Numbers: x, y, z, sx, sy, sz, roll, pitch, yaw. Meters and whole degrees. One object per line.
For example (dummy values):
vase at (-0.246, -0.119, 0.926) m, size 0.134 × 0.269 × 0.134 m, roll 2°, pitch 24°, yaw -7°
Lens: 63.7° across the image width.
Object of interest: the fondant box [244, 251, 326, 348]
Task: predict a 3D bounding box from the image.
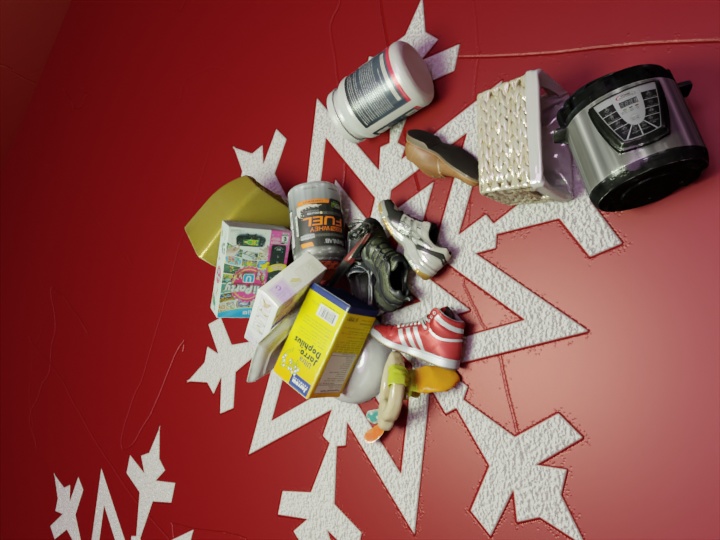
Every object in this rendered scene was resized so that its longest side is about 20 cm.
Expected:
fondant box at (-0.157, 0.069, 1.197) m, size 0.058 × 0.144 × 0.201 m, roll 41°, pitch 143°, yaw 11°

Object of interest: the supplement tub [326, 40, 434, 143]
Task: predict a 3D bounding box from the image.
supplement tub at (0.041, -0.368, 1.216) m, size 0.199 × 0.140 × 0.142 m, roll -24°, pitch 69°, yaw 33°

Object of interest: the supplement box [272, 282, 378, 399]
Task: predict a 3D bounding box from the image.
supplement box at (-0.070, 0.142, 1.164) m, size 0.109 × 0.108 × 0.202 m, roll 29°, pitch 97°, yaw 34°

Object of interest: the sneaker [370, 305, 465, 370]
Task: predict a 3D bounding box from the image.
sneaker at (0.114, 0.110, 1.133) m, size 0.198 × 0.071 × 0.114 m, roll 17°, pitch 98°, yaw 31°

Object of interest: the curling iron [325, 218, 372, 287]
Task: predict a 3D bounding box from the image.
curling iron at (-0.032, -0.028, 1.205) m, size 0.049 × 0.026 × 0.201 m, roll 27°, pitch 124°, yaw -3°

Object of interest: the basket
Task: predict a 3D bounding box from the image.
basket at (0.285, -0.220, 1.010) m, size 0.122 × 0.135 × 0.203 m, roll -6°, pitch 80°, yaw 41°

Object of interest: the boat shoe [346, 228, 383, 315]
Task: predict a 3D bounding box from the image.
boat shoe at (0.000, 0.000, 1.240) m, size 0.071 × 0.067 × 0.202 m, roll -21°, pitch 71°, yaw 34°

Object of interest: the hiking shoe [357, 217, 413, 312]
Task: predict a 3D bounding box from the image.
hiking shoe at (0.060, -0.022, 1.182) m, size 0.100 × 0.075 × 0.202 m, roll -30°, pitch 75°, yaw 51°

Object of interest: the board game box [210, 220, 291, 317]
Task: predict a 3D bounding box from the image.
board game box at (-0.241, 0.000, 1.277) m, size 0.064 × 0.146 × 0.203 m, roll 33°, pitch 115°, yaw 56°

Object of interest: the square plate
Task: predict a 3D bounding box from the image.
square plate at (-0.155, 0.142, 1.231) m, size 0.028 × 0.198 × 0.201 m, roll 41°, pitch 146°, yaw 10°

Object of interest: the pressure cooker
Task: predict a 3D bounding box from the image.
pressure cooker at (0.405, -0.211, 0.886) m, size 0.179 × 0.174 × 0.202 m, roll -43°, pitch 55°, yaw 57°

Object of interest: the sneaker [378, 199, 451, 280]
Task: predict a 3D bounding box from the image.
sneaker at (0.112, -0.078, 1.174) m, size 0.087 × 0.076 × 0.201 m, roll -37°, pitch 65°, yaw 11°

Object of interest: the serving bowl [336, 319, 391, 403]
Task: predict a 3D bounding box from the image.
serving bowl at (-0.031, 0.184, 1.241) m, size 0.198 × 0.065 × 0.203 m, roll -6°, pitch 80°, yaw 36°

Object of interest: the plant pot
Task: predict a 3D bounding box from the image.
plant pot at (-0.265, -0.103, 1.371) m, size 0.201 × 0.195 × 0.194 m, roll -53°, pitch 35°, yaw 5°

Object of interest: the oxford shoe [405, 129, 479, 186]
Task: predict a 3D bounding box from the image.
oxford shoe at (0.167, -0.210, 1.154) m, size 0.200 × 0.071 × 0.072 m, roll 40°, pitch 135°, yaw 35°

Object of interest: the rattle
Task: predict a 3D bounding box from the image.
rattle at (0.093, 0.265, 1.155) m, size 0.130 × 0.141 × 0.202 m, roll -127°, pitch 41°, yaw -57°

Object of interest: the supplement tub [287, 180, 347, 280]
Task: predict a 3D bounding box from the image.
supplement tub at (-0.095, -0.086, 1.293) m, size 0.122 × 0.122 × 0.203 m, roll -18°, pitch 73°, yaw 35°
